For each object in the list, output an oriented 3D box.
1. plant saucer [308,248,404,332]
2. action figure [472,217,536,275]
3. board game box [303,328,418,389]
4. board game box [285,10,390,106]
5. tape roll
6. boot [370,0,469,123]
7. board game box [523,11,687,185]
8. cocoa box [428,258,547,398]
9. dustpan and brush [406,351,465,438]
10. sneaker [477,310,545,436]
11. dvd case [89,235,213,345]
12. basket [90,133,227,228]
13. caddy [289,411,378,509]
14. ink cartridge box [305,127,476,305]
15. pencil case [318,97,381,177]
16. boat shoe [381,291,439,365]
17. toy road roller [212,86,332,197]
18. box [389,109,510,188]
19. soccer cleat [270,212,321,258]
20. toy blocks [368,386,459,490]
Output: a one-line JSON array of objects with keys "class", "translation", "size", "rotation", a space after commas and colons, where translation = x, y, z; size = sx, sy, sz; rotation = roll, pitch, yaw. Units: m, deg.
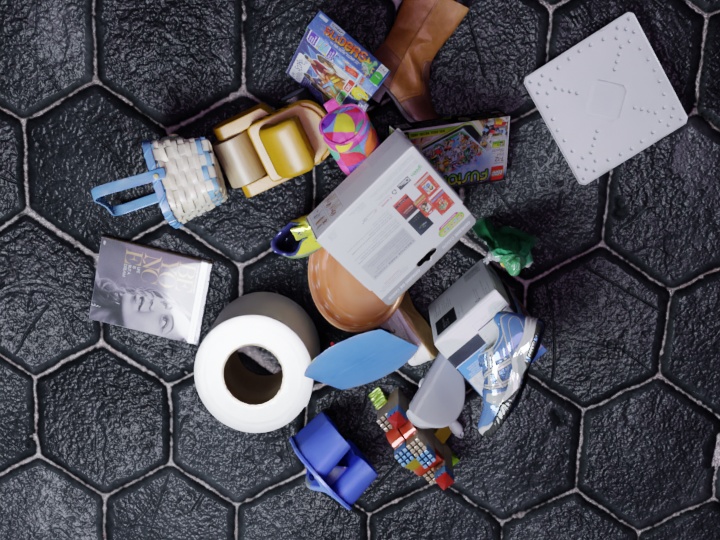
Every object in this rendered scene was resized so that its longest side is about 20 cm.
[{"class": "plant saucer", "translation": [0.000, 0.000, 1.551], "size": [0.197, 0.037, 0.204], "rotation": [-1, 88, 35]}, {"class": "action figure", "translation": [0.233, -0.032, 1.492], "size": [0.116, 0.200, 0.056], "rotation": [8, 105, 1]}, {"class": "board game box", "translation": [-0.004, 0.131, 1.526], "size": [0.157, 0.199, 0.039], "rotation": [-31, 60, 19]}, {"class": "board game box", "translation": [-0.039, -0.304, 1.439], "size": [0.135, 0.200, 0.035], "rotation": [39, 76, -7]}, {"class": "tape roll", "translation": [-0.170, 0.152, 1.588], "size": [0.199, 0.139, 0.207], "rotation": [1, 104, 3]}, {"class": "boot", "translation": [0.114, -0.332, 1.506], "size": [0.187, 0.068, 0.202], "rotation": [32, 96, 2]}, {"class": "board game box", "translation": [0.392, -0.274, 1.514], "size": [0.198, 0.026, 0.202], "rotation": [-31, 100, 10]}, {"class": "cocoa box", "translation": [0.201, 0.092, 1.524], "size": [0.133, 0.200, 0.131], "rotation": [-41, 100, 11]}, {"class": "dustpan and brush", "translation": [0.144, 0.231, 1.605], "size": [0.201, 0.057, 0.141], "rotation": [50, 61, -33]}, {"class": "sneaker", "translation": [0.211, 0.152, 1.409], "size": [0.076, 0.076, 0.203], "rotation": [22, 106, 17]}, {"class": "dvd case", "translation": [-0.363, 0.035, 1.629], "size": [0.196, 0.016, 0.151], "rotation": [13, 104, -1]}, {"class": "basket", "translation": [-0.320, -0.136, 1.510], "size": [0.197, 0.176, 0.141], "rotation": [-21, 88, -6]}, {"class": "caddy", "translation": [-0.055, 0.329, 1.604], "size": [0.105, 0.200, 0.142], "rotation": [-44, 100, -5]}, {"class": "ink cartridge box", "translation": [0.049, -0.078, 1.435], "size": [0.200, 0.084, 0.175], "rotation": [-42, 120, 7]}, {"class": "pencil case", "translation": [0.001, -0.180, 1.479], "size": [0.087, 0.089, 0.201], "rotation": [-20, 145, 7]}, {"class": "boat shoe", "translation": [0.054, 0.073, 1.593], "size": [0.069, 0.071, 0.202], "rotation": [-31, 90, 29]}, {"class": "toy road roller", "translation": [-0.137, -0.196, 1.489], "size": [0.197, 0.146, 0.124], "rotation": [-23, 109, 9]}, {"class": "box", "translation": [0.141, -0.185, 1.493], "size": [0.197, 0.035, 0.112], "rotation": [-11, 118, -19]}, {"class": "soccer cleat", "translation": [-0.067, -0.070, 1.516], "size": [0.199, 0.083, 0.066], "rotation": [-29, 74, 41]}, {"class": "toy blocks", "translation": [0.094, 0.296, 1.613], "size": [0.100, 0.137, 0.201], "rotation": [-39, 99, 11]}]
